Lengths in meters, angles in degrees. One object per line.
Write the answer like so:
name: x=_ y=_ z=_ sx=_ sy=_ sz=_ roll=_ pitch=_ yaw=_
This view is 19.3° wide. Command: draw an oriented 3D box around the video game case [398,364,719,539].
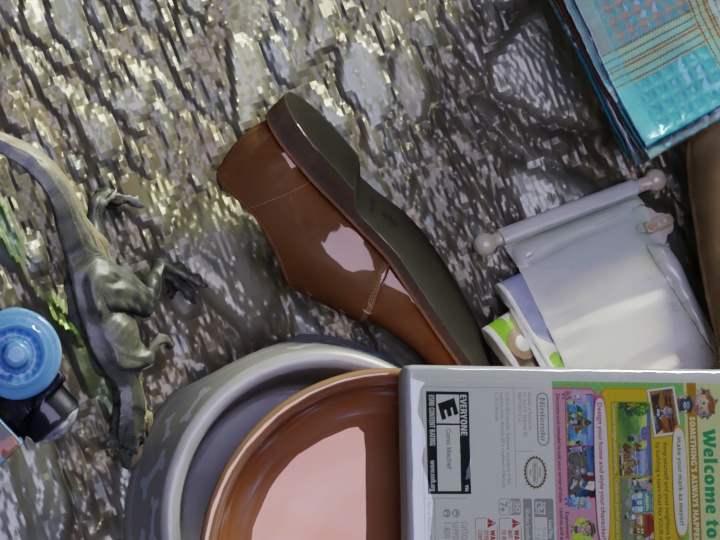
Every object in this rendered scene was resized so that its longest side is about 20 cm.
video game case: x=0.109 y=0.150 z=1.081 sx=0.180 sy=0.022 sz=0.202 roll=1 pitch=80 yaw=-14

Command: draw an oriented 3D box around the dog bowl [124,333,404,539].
dog bowl: x=-0.024 y=0.132 z=1.133 sx=0.198 sy=0.059 sz=0.202 roll=2 pitch=84 yaw=-14

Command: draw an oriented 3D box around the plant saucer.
plant saucer: x=0.012 y=0.152 z=1.091 sx=0.198 sy=0.037 sz=0.202 roll=1 pitch=85 yaw=-13

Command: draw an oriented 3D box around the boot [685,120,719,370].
boot: x=0.267 y=0.022 z=1.181 sx=0.174 sy=0.066 sz=0.202 roll=10 pitch=65 yaw=-20

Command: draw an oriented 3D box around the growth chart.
growth chart: x=0.139 y=0.049 z=1.175 sx=0.144 sy=0.018 sz=0.201 roll=-15 pitch=73 yaw=-15

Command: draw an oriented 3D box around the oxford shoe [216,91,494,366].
oxford shoe: x=0.000 y=0.000 z=1.158 sx=0.071 sy=0.071 sz=0.200 roll=-38 pitch=98 yaw=16

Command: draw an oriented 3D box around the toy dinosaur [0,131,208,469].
toy dinosaur: x=-0.132 y=0.001 z=1.108 sx=0.088 sy=0.047 sz=0.201 roll=-42 pitch=115 yaw=-53

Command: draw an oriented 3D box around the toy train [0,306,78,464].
toy train: x=-0.236 y=0.028 z=1.078 sx=0.114 sy=0.087 sz=0.200 roll=-44 pitch=96 yaw=-8

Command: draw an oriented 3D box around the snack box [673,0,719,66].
snack box: x=0.210 y=-0.214 z=1.220 sx=0.169 sy=0.068 sz=0.200 roll=42 pitch=79 yaw=-8

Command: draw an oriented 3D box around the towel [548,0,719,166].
towel: x=0.199 y=-0.168 z=1.168 sx=0.199 sy=0.022 sz=0.147 roll=-29 pitch=94 yaw=-14
